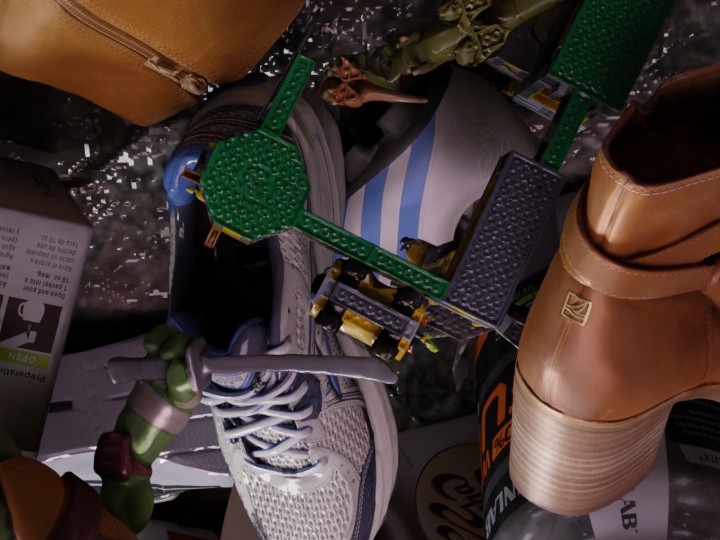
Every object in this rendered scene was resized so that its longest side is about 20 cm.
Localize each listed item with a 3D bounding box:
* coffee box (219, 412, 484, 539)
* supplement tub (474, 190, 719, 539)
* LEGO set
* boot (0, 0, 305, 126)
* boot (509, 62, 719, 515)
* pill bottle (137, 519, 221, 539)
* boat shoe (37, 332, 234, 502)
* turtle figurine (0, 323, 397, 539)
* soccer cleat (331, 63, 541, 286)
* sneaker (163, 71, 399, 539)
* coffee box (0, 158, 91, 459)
[{"bbox_3d":[0.050,0.130,1.160,0.199,0.113,0.080,-12,143,-25],"label":"coffee box"},{"bbox_3d":[0.108,0.075,1.087,0.121,0.201,0.123,-1,138,-1],"label":"supplement tub"},{"bbox_3d":[0.027,-0.066,0.972,0.153,0.201,0.116,18,177,-4],"label":"LEGO set"},{"bbox_3d":[-0.071,-0.134,0.961,0.143,0.071,0.201,22,136,-33],"label":"boot"},{"bbox_3d":[0.127,-0.018,0.942,0.073,0.200,0.155,28,134,19],"label":"boot"},{"bbox_3d":[-0.071,0.180,1.265,0.199,0.113,0.113,13,136,-16],"label":"pill bottle"},{"bbox_3d":[-0.096,0.066,1.183,0.198,0.073,0.071,-2,161,-1],"label":"boat shoe"},{"bbox_3d":[-0.103,0.061,0.926,0.193,0.145,0.200,31,156,-14],"label":"turtle figurine"},{"bbox_3d":[0.000,0.000,1.091,0.086,0.070,0.200,36,126,-13],"label":"soccer cleat"},{"bbox_3d":[-0.042,0.032,1.028,0.076,0.085,0.202,-6,106,23],"label":"sneaker"},{"bbox_3d":[-0.172,0.059,1.051,0.079,0.113,0.202,12,99,-17],"label":"coffee box"}]
